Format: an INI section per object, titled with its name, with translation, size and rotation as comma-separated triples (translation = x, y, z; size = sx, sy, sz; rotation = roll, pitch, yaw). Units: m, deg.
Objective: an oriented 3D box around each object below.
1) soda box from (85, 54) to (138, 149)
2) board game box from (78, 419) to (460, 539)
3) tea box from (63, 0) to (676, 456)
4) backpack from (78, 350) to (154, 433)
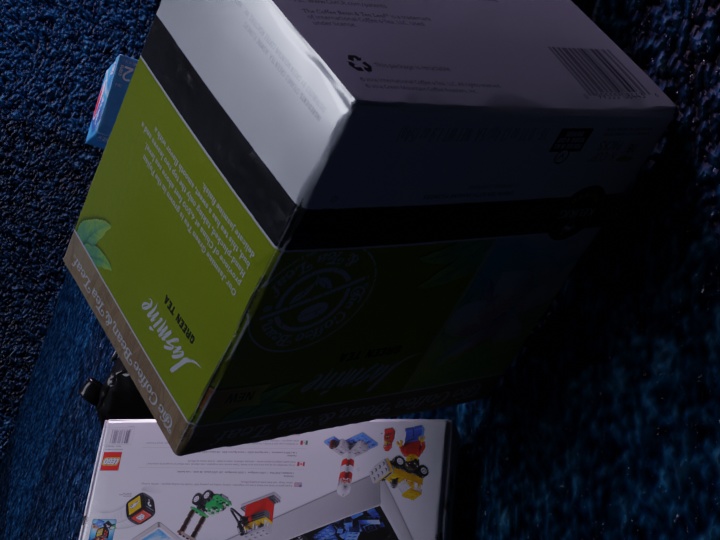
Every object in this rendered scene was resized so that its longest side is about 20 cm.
[soda box]
translation = -0.117, -0.107, 1.079
size = 0.064, 0.200, 0.068
rotation = 171, 115, -71
[board game box]
translation = -0.051, 0.141, 0.693
size = 0.035, 0.199, 0.127
rotation = 65, -152, -56
[tea box]
translation = 0.000, -0.038, 0.615
size = 0.134, 0.200, 0.197
rotation = 54, 131, 32
[backpack]
translation = -0.091, 0.052, 0.967
size = 0.127, 0.167, 0.200
rotation = -52, 15, 35
